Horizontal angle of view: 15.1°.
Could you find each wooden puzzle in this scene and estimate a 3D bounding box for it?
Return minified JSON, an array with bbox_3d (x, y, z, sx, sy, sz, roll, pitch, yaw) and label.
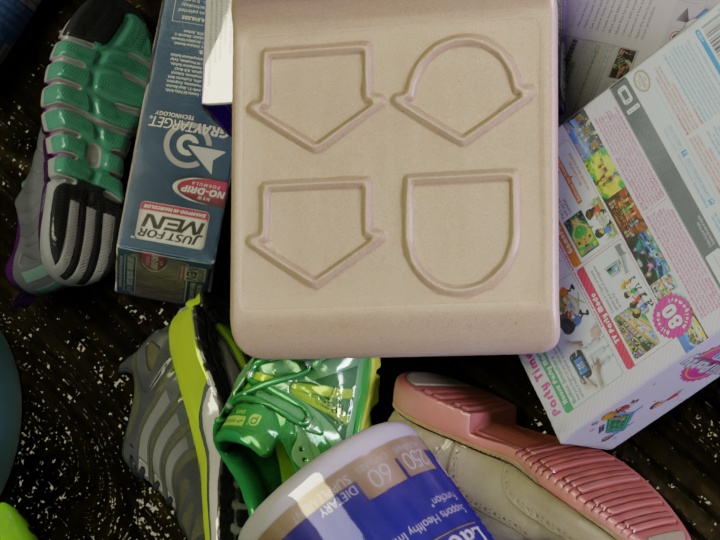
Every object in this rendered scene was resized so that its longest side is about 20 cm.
[{"bbox_3d":[0.021,-0.055,1.443,0.184,0.046,0.202,-2,88,22],"label":"wooden puzzle"}]

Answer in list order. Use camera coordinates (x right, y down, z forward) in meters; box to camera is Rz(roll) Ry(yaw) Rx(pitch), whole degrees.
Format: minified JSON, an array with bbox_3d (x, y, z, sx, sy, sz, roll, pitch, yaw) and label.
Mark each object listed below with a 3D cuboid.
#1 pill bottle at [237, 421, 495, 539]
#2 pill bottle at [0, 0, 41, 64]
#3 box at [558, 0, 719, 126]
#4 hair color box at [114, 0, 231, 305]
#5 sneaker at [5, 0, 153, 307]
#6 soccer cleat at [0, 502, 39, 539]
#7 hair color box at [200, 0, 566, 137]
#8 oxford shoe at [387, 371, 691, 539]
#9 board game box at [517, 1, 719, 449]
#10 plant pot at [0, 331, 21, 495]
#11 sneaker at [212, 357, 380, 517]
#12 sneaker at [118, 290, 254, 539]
[{"bbox_3d":[0.035,0.188,1.396,0.116,0.116,0.200,-40,74,11],"label":"pill bottle"},{"bbox_3d":[-0.239,-0.226,1.748,0.112,0.112,0.201,31,88,35],"label":"pill bottle"},{"bbox_3d":[0.151,-0.100,1.514,0.199,0.036,0.145,17,80,33],"label":"box"},{"bbox_3d":[-0.101,-0.089,1.611,0.060,0.100,0.201,10,73,-3],"label":"hair color box"},{"bbox_3d":[-0.185,-0.076,1.685,0.087,0.074,0.201,-25,47,46],"label":"sneaker"},{"bbox_3d":[-0.270,0.216,1.623,0.199,0.068,0.081,-33,51,8],"label":"soccer cleat"},{"bbox_3d":[0.014,-0.140,1.521,0.199,0.065,0.110,-3,73,16],"label":"hair color box"},{"bbox_3d":[0.091,0.125,1.450,0.200,0.071,0.074,30,109,38],"label":"oxford shoe"},{"bbox_3d":[0.161,-0.021,1.421,0.200,0.064,0.148,-36,66,25],"label":"board game box"},{"bbox_3d":[-0.334,0.081,1.651,0.199,0.161,0.202,-12,64,27],"label":"plant pot"},{"bbox_3d":[-0.037,0.072,1.492,0.074,0.083,0.202,-7,86,48],"label":"sneaker"},{"bbox_3d":[-0.092,0.116,1.558,0.081,0.074,0.201,-30,52,29],"label":"sneaker"}]
